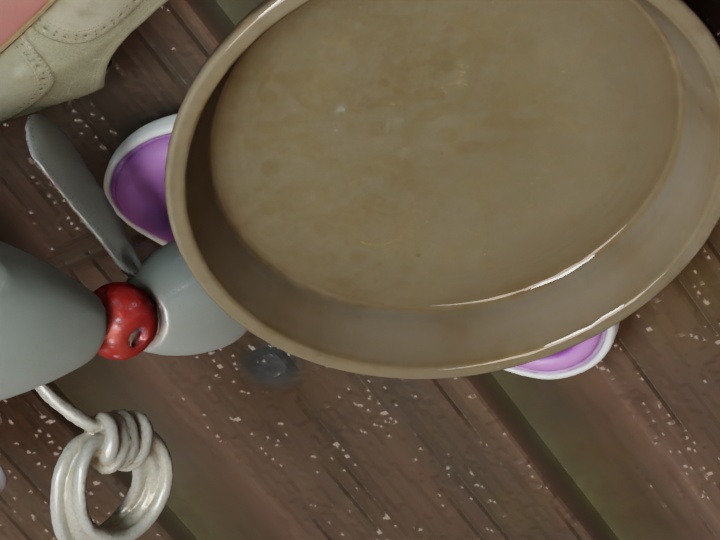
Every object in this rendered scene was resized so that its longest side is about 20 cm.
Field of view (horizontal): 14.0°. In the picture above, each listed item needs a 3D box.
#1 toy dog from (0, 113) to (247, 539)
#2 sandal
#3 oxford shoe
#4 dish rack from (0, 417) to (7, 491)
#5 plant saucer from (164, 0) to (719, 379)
[{"bbox_3d":[-0.132,0.010,1.008,0.096,0.132,0.200,29,-179,33],"label":"toy dog"},{"bbox_3d":[0.002,-0.005,1.082,0.201,0.050,0.083,17,131,-5],"label":"sandal"},{"bbox_3d":[-0.128,-0.069,1.039,0.074,0.071,0.200,20,142,-32],"label":"oxford shoe"},{"bbox_3d":[-0.214,0.010,1.097,0.171,0.044,0.200,18,147,50],"label":"dish rack"},{"bbox_3d":[0.031,-0.042,1.003,0.199,0.030,0.201,-5,135,-5],"label":"plant saucer"}]
